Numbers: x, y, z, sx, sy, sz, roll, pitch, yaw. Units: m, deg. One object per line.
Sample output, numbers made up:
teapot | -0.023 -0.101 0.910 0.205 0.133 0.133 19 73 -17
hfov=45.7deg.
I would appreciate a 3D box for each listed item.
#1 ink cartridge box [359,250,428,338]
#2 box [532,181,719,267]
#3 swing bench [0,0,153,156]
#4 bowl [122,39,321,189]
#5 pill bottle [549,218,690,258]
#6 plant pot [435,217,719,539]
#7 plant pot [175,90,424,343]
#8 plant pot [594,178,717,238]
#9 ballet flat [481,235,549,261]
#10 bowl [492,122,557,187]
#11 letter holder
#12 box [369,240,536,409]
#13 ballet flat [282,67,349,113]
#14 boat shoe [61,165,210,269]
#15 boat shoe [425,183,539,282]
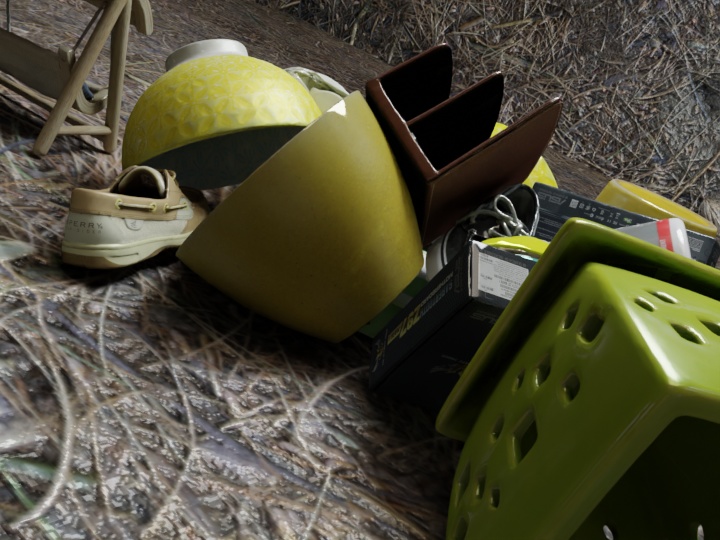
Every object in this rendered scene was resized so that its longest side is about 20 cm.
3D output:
ink cartridge box | 0.000 0.000 0.851 0.145 0.048 0.200 25 16 2
box | 0.242 0.014 0.879 0.199 0.159 0.051 22 -2 32
swing bench | -0.336 -0.251 0.880 0.198 0.201 0.130 29 19 14
bowl | -0.137 -0.155 0.824 0.198 0.109 0.200 -13 -6 -1
pill bottle | 0.207 0.025 0.795 0.198 0.115 0.114 -12 6 22
plant pot | 0.161 0.097 0.483 0.198 0.200 0.182 17 31 -19
plant pot | -0.030 -0.026 0.705 0.142 0.200 0.200 49 18 -5
plant pot | 0.302 0.007 0.980 0.199 0.190 0.201 21 19 -7
ballet flat | 0.159 0.011 0.677 0.198 0.067 0.067 18 37 -16
bowl | 0.142 -0.073 1.064 0.107 0.201 0.200 -26 46 -30
letter holder | 0.090 -0.120 0.774 0.101 0.141 0.200 58 -6 12
box | 0.127 0.064 0.638 0.198 0.158 0.051 19 55 -18
ballet flat | -0.046 -0.179 0.902 0.199 0.070 0.069 34 21 35
boat shoe | -0.179 -0.054 0.720 0.073 0.067 0.200 7 16 10
boat shoe | 0.116 -0.023 0.736 0.074 0.068 0.199 51 32 -1
